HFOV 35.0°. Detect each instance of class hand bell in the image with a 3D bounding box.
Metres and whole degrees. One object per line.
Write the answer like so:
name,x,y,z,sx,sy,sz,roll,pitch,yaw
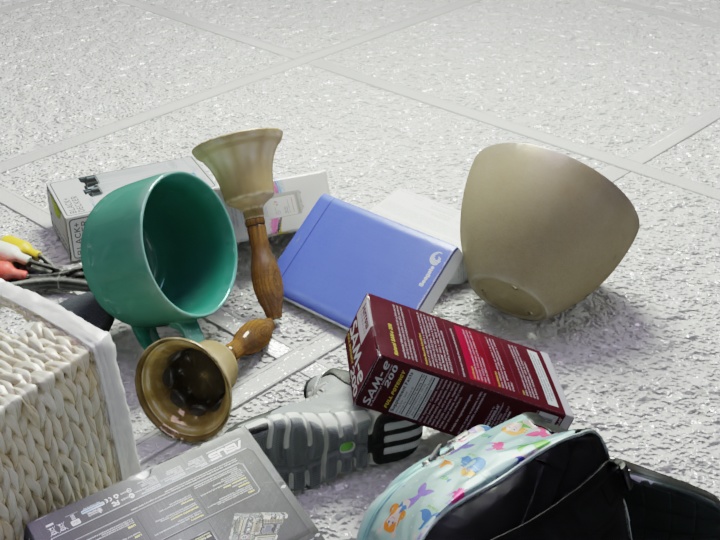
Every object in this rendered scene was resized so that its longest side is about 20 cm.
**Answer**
hand bell,-0.115,-0.046,1.264,0.103,0.203,0.104,-13,-5,-1
hand bell,-0.132,0.086,1.155,0.103,0.105,0.200,10,19,18

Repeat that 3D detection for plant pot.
plant pot,0.188,-0.025,1.251,0.198,0.201,0.135,17,69,28

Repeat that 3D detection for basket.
basket,-0.305,0.138,0.939,0.197,0.202,0.161,21,41,33

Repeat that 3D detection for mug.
mug,-0.221,-0.004,1.191,0.113,0.152,0.187,-11,52,32

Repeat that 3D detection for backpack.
backpack,0.091,0.212,0.823,0.199,0.179,0.150,-27,17,-31

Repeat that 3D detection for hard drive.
hard drive,0.000,0.000,1.271,0.199,0.025,0.133,23,74,36

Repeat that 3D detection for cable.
cable,-0.364,-0.001,1.319,0.197,0.051,0.097,6,31,13

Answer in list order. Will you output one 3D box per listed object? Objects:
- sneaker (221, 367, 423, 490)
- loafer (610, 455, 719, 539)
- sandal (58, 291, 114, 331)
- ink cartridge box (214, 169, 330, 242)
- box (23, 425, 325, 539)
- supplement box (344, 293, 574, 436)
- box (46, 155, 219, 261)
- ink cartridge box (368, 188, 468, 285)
sneaker,-0.050,0.141,1.061,0.198,0.076,0.115,-3,23,-25
loafer,0.212,0.184,0.974,0.198,0.074,0.072,12,27,18
sandal,-0.297,0.089,1.181,0.075,0.043,0.201,-8,35,5
ink cartridge box,-0.106,-0.077,1.391,0.198,0.068,0.116,-11,4,-18
box,-0.133,0.225,0.875,0.199,0.049,0.159,-22,58,-32
supplement box,0.089,0.100,1.057,0.198,0.061,0.109,20,25,-16
box,-0.288,-0.082,1.451,0.198,0.061,0.117,-13,32,-21
ink cartridge box,0.045,-0.014,1.358,0.160,0.051,0.200,24,49,36
